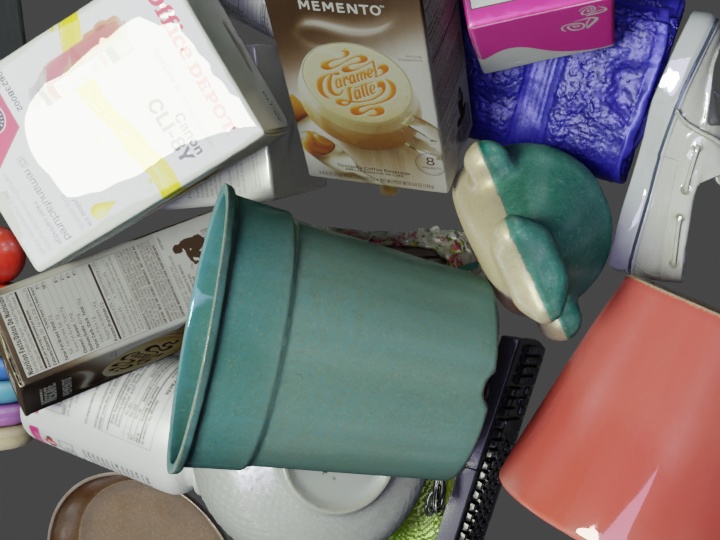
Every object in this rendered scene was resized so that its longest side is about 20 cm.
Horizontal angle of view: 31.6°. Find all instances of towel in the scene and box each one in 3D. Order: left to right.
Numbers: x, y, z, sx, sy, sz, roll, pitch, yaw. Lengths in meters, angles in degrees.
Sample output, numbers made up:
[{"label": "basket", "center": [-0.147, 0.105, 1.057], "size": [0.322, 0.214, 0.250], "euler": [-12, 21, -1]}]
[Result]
[{"label": "towel", "center": [0.130, -0.162, 0.967], "size": [0.200, 0.050, 0.148], "euler": [19, 105, 15]}]

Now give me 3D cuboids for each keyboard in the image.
[{"label": "keyboard", "center": [0.092, 0.146, 0.978], "size": [0.021, 0.127, 0.200], "euler": [19, 94, 33]}]

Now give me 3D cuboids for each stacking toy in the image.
[{"label": "stacking toy", "center": [-0.339, 0.059, 1.159], "size": [0.085, 0.085, 0.200], "euler": [5, 97, 19]}]

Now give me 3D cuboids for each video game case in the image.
[{"label": "video game case", "center": [-0.291, -0.174, 1.054], "size": [0.025, 0.181, 0.200], "euler": [-7, 99, -16]}]

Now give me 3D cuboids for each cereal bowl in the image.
[{"label": "cereal bowl", "center": [-0.030, 0.138, 1.003], "size": [0.200, 0.083, 0.200], "euler": [0, 89, -19]}]

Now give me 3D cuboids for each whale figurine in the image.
[{"label": "whale figurine", "center": [0.131, -0.027, 0.907], "size": [0.104, 0.200, 0.159], "euler": [-24, 98, 8]}]

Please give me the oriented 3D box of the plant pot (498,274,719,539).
[{"label": "plant pot", "center": [0.223, 0.110, 0.916], "size": [0.200, 0.200, 0.177], "euler": [25, 96, 14]}]

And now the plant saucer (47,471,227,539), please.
[{"label": "plant saucer", "center": [-0.191, 0.269, 1.156], "size": [0.200, 0.034, 0.200], "euler": [7, 109, 21]}]

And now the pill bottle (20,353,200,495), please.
[{"label": "pill bottle", "center": [-0.179, 0.124, 1.092], "size": [0.200, 0.113, 0.113], "euler": [20, 105, 15]}]

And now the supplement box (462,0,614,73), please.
[{"label": "supplement box", "center": [0.111, -0.255, 0.894], "size": [0.103, 0.101, 0.200], "euler": [-10, 80, 10]}]

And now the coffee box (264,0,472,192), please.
[{"label": "coffee box", "center": [0.008, -0.155, 0.885], "size": [0.114, 0.080, 0.200], "euler": [8, 141, 19]}]

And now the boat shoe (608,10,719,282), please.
[{"label": "boat shoe", "center": [0.248, -0.082, 0.926], "size": [0.086, 0.075, 0.202], "euler": [18, 108, 16]}]

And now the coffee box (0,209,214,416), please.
[{"label": "coffee box", "center": [-0.188, 0.033, 1.010], "size": [0.200, 0.113, 0.080], "euler": [-22, 79, -18]}]

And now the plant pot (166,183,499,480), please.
[{"label": "plant pot", "center": [-0.019, 0.058, 0.882], "size": [0.196, 0.200, 0.200], "euler": [12, 105, -11]}]

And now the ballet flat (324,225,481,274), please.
[{"label": "ballet flat", "center": [0.000, 0.000, 1.034], "size": [0.200, 0.064, 0.076], "euler": [-10, 97, 21]}]

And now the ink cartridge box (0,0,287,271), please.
[{"label": "ink cartridge box", "center": [-0.176, -0.112, 0.919], "size": [0.200, 0.083, 0.145], "euler": [-30, 94, 11]}]

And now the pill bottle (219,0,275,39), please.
[{"label": "pill bottle", "center": [-0.059, -0.237, 0.988], "size": [0.200, 0.109, 0.109], "euler": [28, 108, 12]}]

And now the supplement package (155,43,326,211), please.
[{"label": "supplement package", "center": [-0.145, -0.113, 1.034], "size": [0.200, 0.120, 0.121], "euler": [-3, 98, 19]}]
